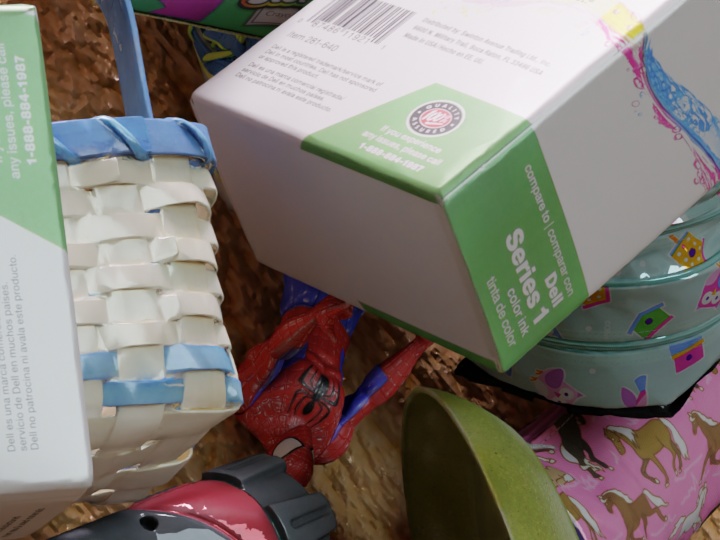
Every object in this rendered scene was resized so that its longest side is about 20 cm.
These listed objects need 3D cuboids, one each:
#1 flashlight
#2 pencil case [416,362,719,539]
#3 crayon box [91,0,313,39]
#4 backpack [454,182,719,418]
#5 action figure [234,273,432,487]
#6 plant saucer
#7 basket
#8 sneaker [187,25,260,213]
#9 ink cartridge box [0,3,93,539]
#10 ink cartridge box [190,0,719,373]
[{"bbox_3d":[-0.092,0.120,0.986,0.200,0.067,0.068,-21,115,-49],"label":"flashlight"},{"bbox_3d":[0.104,0.085,1.201,0.083,0.087,0.200,33,34,18],"label":"pencil case"},{"bbox_3d":[-0.033,-0.174,1.138,0.199,0.058,0.173,8,57,-41],"label":"crayon box"},{"bbox_3d":[0.103,-0.029,1.183,0.200,0.166,0.127,-57,147,-53],"label":"backpack"},{"bbox_3d":[0.000,0.000,1.139,0.065,0.099,0.201,34,47,-24],"label":"action figure"},{"bbox_3d":[0.059,0.136,1.042,0.031,0.200,0.201,-14,71,-11],"label":"plant saucer"},{"bbox_3d":[-0.137,-0.019,0.964,0.176,0.139,0.201,-3,71,-34],"label":"basket"},{"bbox_3d":[-0.058,-0.111,1.182,0.105,0.076,0.201,24,44,-14],"label":"sneaker"},{"bbox_3d":[-0.188,0.007,0.813,0.199,0.087,0.146,-4,77,-21],"label":"ink cartridge box"},{"bbox_3d":[0.063,-0.071,1.052,0.200,0.145,0.084,-40,128,-23],"label":"ink cartridge box"}]
